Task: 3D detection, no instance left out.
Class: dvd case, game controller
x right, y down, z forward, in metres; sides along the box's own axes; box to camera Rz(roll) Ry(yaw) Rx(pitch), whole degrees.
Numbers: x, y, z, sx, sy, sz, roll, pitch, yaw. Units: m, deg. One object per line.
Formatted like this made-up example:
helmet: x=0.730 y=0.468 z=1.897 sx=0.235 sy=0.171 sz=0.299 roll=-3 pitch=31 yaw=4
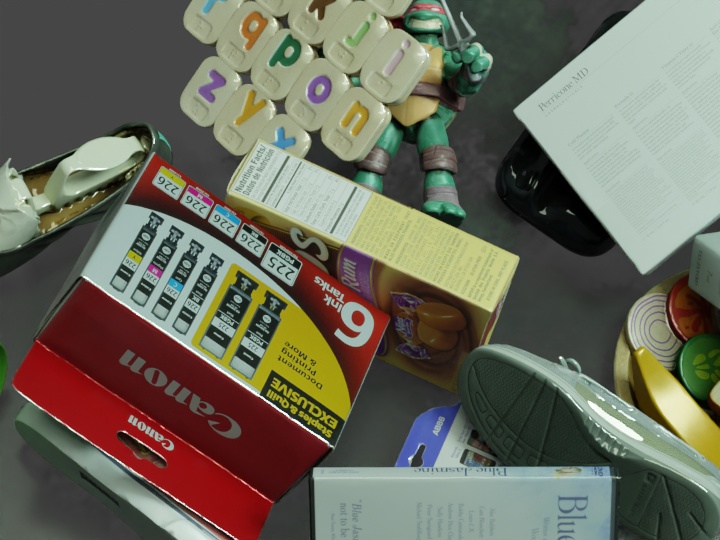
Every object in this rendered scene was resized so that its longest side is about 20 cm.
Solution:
dvd case: x=0.067 y=0.194 z=1.423 sx=0.198 sy=0.144 sz=0.018 roll=-1 pitch=21 yaw=2
game controller: x=0.185 y=-0.104 z=1.644 sx=0.104 sy=0.042 sz=0.200 roll=38 pitch=66 yaw=-3

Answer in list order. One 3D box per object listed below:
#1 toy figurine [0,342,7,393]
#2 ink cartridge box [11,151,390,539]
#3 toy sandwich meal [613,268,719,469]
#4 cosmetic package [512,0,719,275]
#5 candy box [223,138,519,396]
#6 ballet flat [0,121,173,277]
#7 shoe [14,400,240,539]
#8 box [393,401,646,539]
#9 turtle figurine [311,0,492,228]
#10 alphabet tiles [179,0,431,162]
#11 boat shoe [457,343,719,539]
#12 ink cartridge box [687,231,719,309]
toy figurine: x=-0.363 y=0.079 z=1.453 sx=0.183 sy=0.151 sz=0.200 roll=24 pitch=41 yaw=16
ink cartridge box: x=-0.102 y=0.053 z=1.447 sx=0.199 sy=0.084 sz=0.176 roll=34 pitch=44 yaw=-10
toy sandwich meal: x=0.276 y=0.075 z=1.541 sx=0.203 sy=0.070 sz=0.207 roll=2 pitch=64 yaw=-5
cosmetic package: x=0.231 y=-0.117 z=1.556 sx=0.200 sy=0.052 sz=0.151 roll=-39 pitch=83 yaw=9
candy box: x=0.000 y=0.000 z=1.522 sx=0.199 sy=0.117 sz=0.057 roll=25 pitch=56 yaw=7
ballet flat: x=-0.224 y=-0.055 z=1.553 sx=0.199 sy=0.069 sz=0.068 roll=-29 pitch=70 yaw=-18
shoe: x=-0.130 y=0.127 z=1.472 sx=0.200 sy=0.072 sz=0.091 roll=36 pitch=69 yaw=15
box: x=0.116 y=0.171 z=1.496 sx=0.199 sy=0.042 sz=0.120 roll=23 pitch=64 yaw=8
turtle figurine: x=0.037 y=-0.132 z=1.600 sx=0.149 sy=0.101 sz=0.202 roll=-4 pitch=74 yaw=30
alphabet tiles: x=-0.041 y=-0.167 z=1.592 sx=0.200 sy=0.015 sz=0.196 roll=40 pitch=102 yaw=31
boat shoe: x=0.157 y=0.112 z=1.475 sx=0.201 sy=0.075 sz=0.065 roll=29 pitch=27 yaw=12
ink cartridge box: x=0.355 y=0.017 z=1.521 sx=0.198 sy=0.044 sz=0.174 roll=-8 pitch=27 yaw=-26
